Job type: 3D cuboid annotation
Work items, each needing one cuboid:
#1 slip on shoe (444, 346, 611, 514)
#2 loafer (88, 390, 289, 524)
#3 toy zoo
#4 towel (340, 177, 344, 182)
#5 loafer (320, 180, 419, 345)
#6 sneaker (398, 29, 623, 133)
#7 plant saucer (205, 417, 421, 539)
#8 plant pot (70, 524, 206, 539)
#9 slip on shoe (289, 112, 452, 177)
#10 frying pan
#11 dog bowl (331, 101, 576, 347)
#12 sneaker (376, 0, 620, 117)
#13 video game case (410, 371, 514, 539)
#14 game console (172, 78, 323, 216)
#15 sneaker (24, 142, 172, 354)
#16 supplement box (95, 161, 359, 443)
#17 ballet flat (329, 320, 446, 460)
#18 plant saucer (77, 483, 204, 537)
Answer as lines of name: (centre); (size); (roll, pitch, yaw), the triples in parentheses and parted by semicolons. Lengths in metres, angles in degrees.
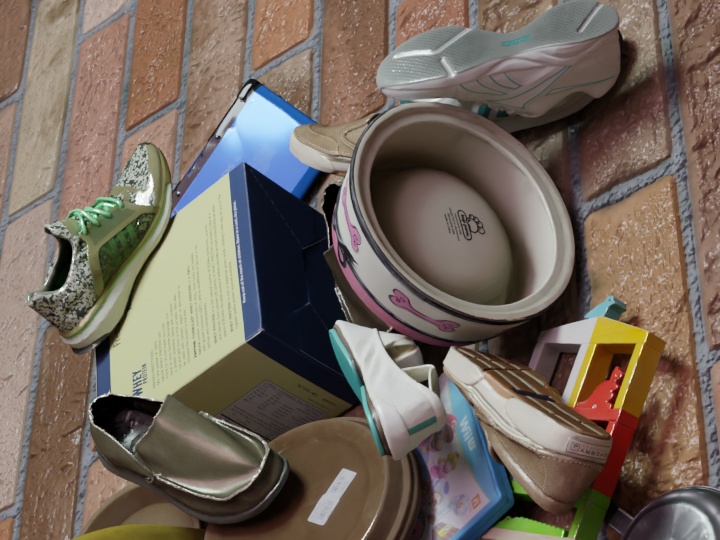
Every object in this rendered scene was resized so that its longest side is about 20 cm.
slip on shoe: (0.111, 0.110, 1.379); (0.200, 0.076, 0.061); (36, 110, 58)
loafer: (-0.145, 0.143, 1.514); (0.199, 0.070, 0.075); (10, 58, 36)
toy zoo: (0.155, 0.111, 1.411); (0.131, 0.020, 0.201); (-3, 62, 59)
towel: (0.039, -0.042, 1.668); (0.143, 0.023, 0.201); (-37, 41, 26)
loafer: (0.000, 0.000, 1.602); (0.073, 0.071, 0.201); (-42, 39, 19)
sneaker: (0.118, -0.166, 1.597); (0.199, 0.093, 0.071); (-19, 51, 29)
plant saucer: (-0.044, 0.192, 1.483); (0.199, 0.030, 0.201); (-24, 38, 20)
plant pot: (-0.209, 0.316, 1.512); (0.195, 0.200, 0.195); (-38, 53, 24)
slip on shoe: (0.013, -0.107, 1.652); (0.200, 0.076, 0.061); (26, 113, 50)
frying pan: (0.204, 0.174, 1.325); (0.115, 0.031, 0.191); (-42, 42, 18)
dog bowl: (0.066, -0.029, 1.499); (0.074, 0.199, 0.201); (-48, 32, 47)
sneaker: (0.113, -0.155, 1.535); (0.199, 0.081, 0.071); (-8, 43, 9)
video game case: (0.034, 0.183, 1.491); (0.200, 0.018, 0.144); (-47, 37, 27)
game console: (-0.120, -0.077, 1.876); (0.170, 0.118, 0.201); (36, 93, 22)
sneaker: (-0.232, -0.032, 1.687); (0.077, 0.088, 0.201); (-1, 62, 49)
supplement box: (-0.118, 0.056, 1.680); (0.199, 0.134, 0.201); (-36, 41, 26)
ballet flat: (0.025, 0.085, 1.465); (0.070, 0.069, 0.200); (-51, 20, 8)
plant saucer: (-0.203, 0.281, 1.701); (0.199, 0.029, 0.201); (-28, 47, 34)
